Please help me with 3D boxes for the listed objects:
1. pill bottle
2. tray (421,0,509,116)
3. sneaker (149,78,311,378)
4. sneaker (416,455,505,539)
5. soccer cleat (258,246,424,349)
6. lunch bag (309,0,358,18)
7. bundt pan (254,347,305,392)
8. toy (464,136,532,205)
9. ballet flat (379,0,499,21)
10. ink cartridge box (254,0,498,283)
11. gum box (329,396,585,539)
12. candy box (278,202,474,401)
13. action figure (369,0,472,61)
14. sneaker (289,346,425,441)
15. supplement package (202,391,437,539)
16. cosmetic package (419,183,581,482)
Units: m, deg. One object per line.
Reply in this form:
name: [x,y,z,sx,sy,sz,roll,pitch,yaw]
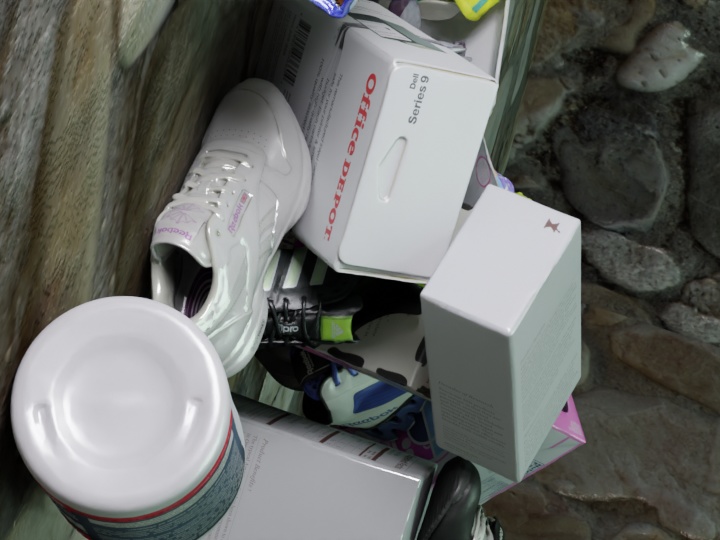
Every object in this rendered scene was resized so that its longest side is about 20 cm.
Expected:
pill bottle: [-0.125,0.098,1.322,0.200,0.119,0.120,85,24,-73]
tray: [0.071,-0.156,1.746,0.107,0.022,0.201,-26,-148,28]
sneaker: [-0.086,-0.034,1.490,0.100,0.074,0.202,42,55,-61]
sneaker: [0.082,0.209,1.733,0.201,0.088,0.074,102,8,-54]
soccer cleat: [-0.047,0.022,1.568,0.199,0.081,0.068,-17,130,-28]
lunch bag: [-0.003,-0.279,1.340,0.170,0.123,0.201,-62,175,-54]
bundt pan: [-0.002,0.027,1.838,0.201,0.076,0.202,-23,150,-14]
toy: [0.106,-0.022,1.752,0.115,0.047,0.202,130,-49,-62]
ballet flat: [0.043,-0.227,1.789,0.200,0.067,0.067,23,-100,55]
ink cartridge box: [-0.002,-0.093,1.565,0.200,0.083,0.147,42,-60,58]
gum box: [0.076,0.119,1.823,0.066,0.199,0.114,27,39,-46]
candy box: [0.000,0.000,1.687,0.061,0.199,0.137,31,82,-54]
action figure: [0.022,-0.167,1.697,0.069,0.129,0.202,23,64,-53]
sneaker: [0.013,0.058,1.740,0.115,0.081,0.200,-1,137,-39]
supplement package: [-0.058,0.169,1.709,0.117,0.199,0.118,-7,116,-82]
cosmetic package: [0.097,0.046,1.578,0.102,0.071,0.201,-56,159,-27]
